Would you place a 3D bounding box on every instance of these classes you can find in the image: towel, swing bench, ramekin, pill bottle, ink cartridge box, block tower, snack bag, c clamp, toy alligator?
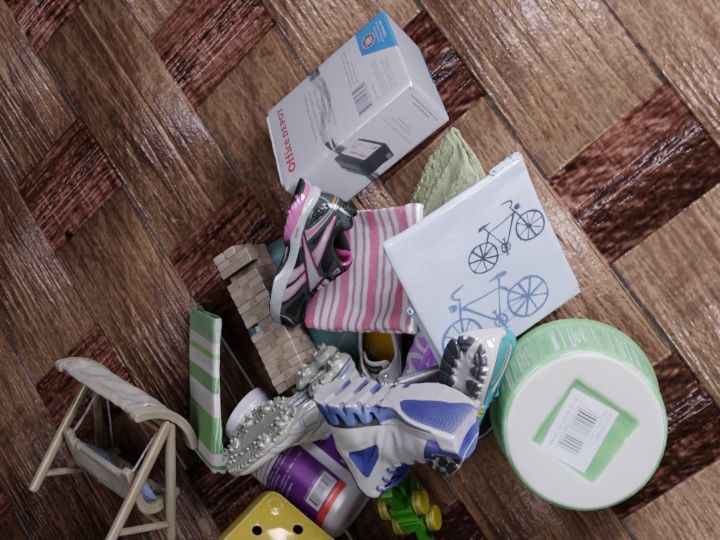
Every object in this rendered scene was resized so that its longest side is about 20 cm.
[{"bbox_3d":[-0.206,0.157,1.206,0.023,0.152,0.205,-1,95,-22],"label":"towel"},{"bbox_3d":[0.087,-0.052,1.047,0.036,0.149,0.203,14,119,-23],"label":"towel"},{"bbox_3d":[-0.337,0.246,1.238,0.197,0.128,0.204,22,100,38],"label":"swing bench"},{"bbox_3d":[0.242,0.163,0.990,0.195,0.098,0.205,1,100,7],"label":"ramekin"},{"bbox_3d":[-0.078,0.242,1.157,0.198,0.112,0.114,35,107,18],"label":"pill bottle"},{"bbox_3d":[-0.008,-0.185,1.075,0.199,0.083,0.147,-36,46,22],"label":"ink cartridge box"},{"bbox_3d":[-0.115,0.060,1.150,0.053,0.058,0.203,-31,83,23],"label":"block tower"},{"bbox_3d":[0.131,0.000,0.977,0.187,0.021,0.202,-33,118,-3],"label":"snack bag"},{"bbox_3d":[0.000,0.000,1.069,0.198,0.029,0.150,-2,86,49],"label":"towel"},{"bbox_3d":[0.092,0.137,1.043,0.196,0.027,0.174,-21,114,-9],"label":"c clamp"},{"bbox_3d":[0.051,0.272,1.096,0.058,0.055,0.201,-14,133,23],"label":"toy alligator"}]

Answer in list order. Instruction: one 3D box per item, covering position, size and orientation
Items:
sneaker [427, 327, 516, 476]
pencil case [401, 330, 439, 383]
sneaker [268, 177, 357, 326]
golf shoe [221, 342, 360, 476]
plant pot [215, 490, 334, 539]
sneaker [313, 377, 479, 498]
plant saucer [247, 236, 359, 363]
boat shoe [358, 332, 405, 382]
[{"bbox_3d":[0.120,0.148,0.989,0.077,0.079,0.203,43,129,31],"label":"sneaker"},{"bbox_3d":[0.112,0.061,1.075,0.082,0.085,0.204,21,103,19],"label":"pencil case"},{"bbox_3d":[-0.054,-0.006,1.057,0.084,0.081,0.202,16,133,1],"label":"sneaker"},{"bbox_3d":[-0.073,0.188,1.079,0.199,0.098,0.078,-41,34,-9],"label":"golf shoe"},{"bbox_3d":[-0.117,0.394,1.102,0.193,0.195,0.202,34,135,17],"label":"plant pot"},{"bbox_3d":[0.043,0.187,0.970,0.196,0.080,0.118,4,115,38],"label":"sneaker"},{"bbox_3d":[-0.078,0.052,1.183,0.196,0.036,0.205,2,95,23],"label":"plant saucer"},{"bbox_3d":[0.024,0.114,1.119,0.069,0.070,0.205,6,103,20],"label":"boat shoe"}]
